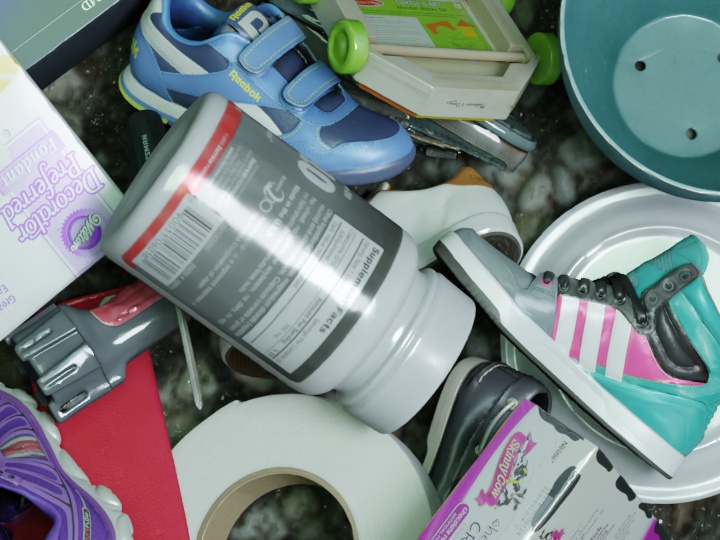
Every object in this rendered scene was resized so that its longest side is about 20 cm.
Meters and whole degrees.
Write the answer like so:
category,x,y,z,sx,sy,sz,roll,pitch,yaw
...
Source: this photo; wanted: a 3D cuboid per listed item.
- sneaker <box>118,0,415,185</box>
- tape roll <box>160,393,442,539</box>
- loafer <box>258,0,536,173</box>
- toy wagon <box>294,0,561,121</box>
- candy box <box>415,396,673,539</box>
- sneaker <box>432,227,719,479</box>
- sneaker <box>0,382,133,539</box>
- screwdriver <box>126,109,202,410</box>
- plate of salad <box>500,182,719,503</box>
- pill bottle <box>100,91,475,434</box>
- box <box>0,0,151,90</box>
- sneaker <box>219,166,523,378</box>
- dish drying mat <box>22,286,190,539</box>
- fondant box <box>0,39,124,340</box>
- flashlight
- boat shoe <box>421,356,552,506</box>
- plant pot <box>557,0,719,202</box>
category,x,y,z,sx,sy,sz,roll,pitch,yaw
sneaker,-0.056,-0.113,1.400,0.199,0.074,0.083,23,119,15
tape roll,-0.045,0.174,1.376,0.201,0.037,0.204,-6,73,19
loafer,0.015,-0.111,1.446,0.199,0.072,0.063,33,102,9
toy wagon,0.030,-0.168,1.425,0.154,0.040,0.200,1,42,-31
candy box,0.108,0.177,1.341,0.061,0.200,0.137,33,81,34
sneaker,0.149,0.016,1.365,0.200,0.084,0.121,42,90,-7
sneaker,-0.214,0.123,1.355,0.200,0.083,0.081,33,100,39
screwdriver,-0.117,-0.008,1.362,0.029,0.028,0.201,5,59,-23
plate of salad,0.187,0.045,1.432,0.199,0.048,0.202,-1,82,5
pill bottle,-0.039,-0.001,1.321,0.200,0.114,0.114,36,82,-12
box,-0.244,-0.172,1.430,0.200,0.079,0.141,-38,88,-6
sneaker,0.000,0.000,1.434,0.199,0.073,0.085,-24,49,3
dish drying mat,-0.155,0.108,1.398,0.076,0.018,0.201,-13,66,-5
fondant box,-0.246,-0.063,1.357,0.144,0.058,0.200,-39,103,-6
flashlight,-0.124,0.006,1.402,0.199,0.068,0.068,-33,126,-15
boat shoe,0.068,0.154,1.391,0.062,0.072,0.201,10,84,37
plant pot,0.212,-0.130,1.412,0.199,0.135,0.202,1,79,-3
